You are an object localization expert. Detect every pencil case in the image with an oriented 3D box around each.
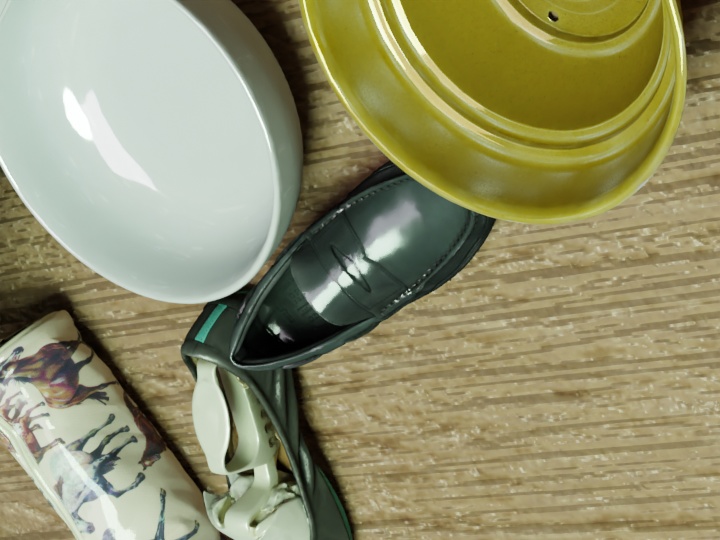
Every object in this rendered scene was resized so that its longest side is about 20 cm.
[{"bbox_3d":[-0.157,0.118,1.515,0.078,0.089,0.200,-29,98,46],"label":"pencil case"}]

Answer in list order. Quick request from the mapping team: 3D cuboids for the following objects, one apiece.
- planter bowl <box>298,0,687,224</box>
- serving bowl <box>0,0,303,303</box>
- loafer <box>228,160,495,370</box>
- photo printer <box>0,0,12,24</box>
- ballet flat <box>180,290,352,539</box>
[{"bbox_3d":[0.075,-0.127,1.153,0.200,0.083,0.201,21,130,27],"label":"planter bowl"},{"bbox_3d":[-0.106,-0.084,1.344,0.200,0.066,0.200,21,130,27],"label":"serving bowl"},{"bbox_3d":[0.000,0.000,1.315,0.068,0.070,0.200,50,137,-2],"label":"loafer"},{"bbox_3d":[-0.206,-0.215,1.282,0.200,0.069,0.167,-55,46,46],"label":"photo printer"},{"bbox_3d":[-0.061,0.108,1.444,0.068,0.068,0.200,2,121,38],"label":"ballet flat"}]
